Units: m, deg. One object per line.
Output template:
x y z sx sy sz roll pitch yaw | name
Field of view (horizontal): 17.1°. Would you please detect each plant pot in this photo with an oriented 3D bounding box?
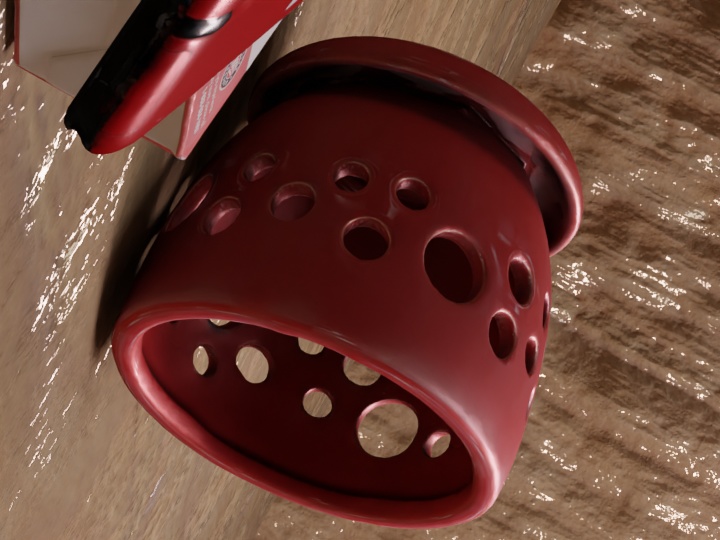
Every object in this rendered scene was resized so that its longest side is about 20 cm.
0.000 0.000 1.164 0.201 0.199 0.183 110 0 -62 | plant pot

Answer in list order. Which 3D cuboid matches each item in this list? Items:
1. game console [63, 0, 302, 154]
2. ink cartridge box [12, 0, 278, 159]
-0.018 -0.154 0.589 0.200 0.119 0.172 -46 179 -44 | game console
-0.026 -0.148 0.727 0.201 0.067 0.117 -58 174 -26 | ink cartridge box
